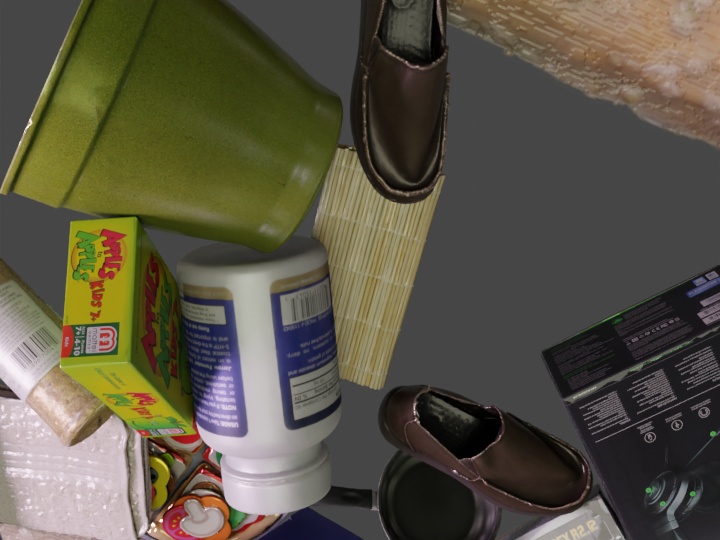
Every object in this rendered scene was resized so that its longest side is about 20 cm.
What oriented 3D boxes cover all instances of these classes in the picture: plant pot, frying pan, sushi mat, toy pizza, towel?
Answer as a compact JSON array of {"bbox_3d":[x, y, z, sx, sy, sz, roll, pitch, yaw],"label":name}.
[{"bbox_3d":[-0.123,-0.107,0.668,0.192,0.201,0.201,25,108,-20],"label":"plant pot"},{"bbox_3d":[0.035,0.213,0.809,0.188,0.031,0.116,-17,74,-19],"label":"frying pan"},{"bbox_3d":[0.000,0.000,0.787,0.095,0.012,0.202,14,109,-4],"label":"sushi mat"},{"bbox_3d":[-0.147,0.171,0.836,0.198,0.032,0.203,0,109,0],"label":"toy pizza"},{"bbox_3d":[-0.277,0.167,0.817,0.198,0.035,0.134,4,109,11],"label":"towel"}]

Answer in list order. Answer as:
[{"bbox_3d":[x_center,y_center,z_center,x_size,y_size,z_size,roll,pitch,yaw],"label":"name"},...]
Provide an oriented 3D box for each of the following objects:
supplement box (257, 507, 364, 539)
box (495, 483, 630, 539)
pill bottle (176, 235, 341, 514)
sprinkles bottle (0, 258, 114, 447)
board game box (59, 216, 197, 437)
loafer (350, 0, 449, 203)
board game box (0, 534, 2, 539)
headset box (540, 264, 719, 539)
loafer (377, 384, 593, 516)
[{"bbox_3d":[-0.036,0.335,0.833,0.108,0.109,0.202,-27,112,-31],"label":"supplement box"},{"bbox_3d":[0.168,0.312,0.847,0.199,0.048,0.159,-32,83,10],"label":"box"},{"bbox_3d":[-0.076,0.082,0.749,0.118,0.120,0.202,-4,103,2],"label":"pill bottle"},{"bbox_3d":[-0.275,0.047,0.746,0.200,0.068,0.068,45,105,4],"label":"sprinkles bottle"},{"bbox_3d":[-0.163,0.051,0.697,0.047,0.200,0.103,-3,67,2],"label":"board game box"},{"bbox_3d":[0.029,-0.145,0.692,0.072,0.071,0.202,-6,108,-5],"label":"loafer"},{"bbox_3d":[-0.427,0.161,0.808,0.197,0.043,0.202,-3,110,14],"label":"board game box"},{"bbox_3d":[0.275,0.130,0.789,0.173,0.093,0.201,-27,107,9],"label":"headset box"},{"bbox_3d":[0.111,0.154,0.796,0.198,0.071,0.074,21,70,-7],"label":"loafer"}]
